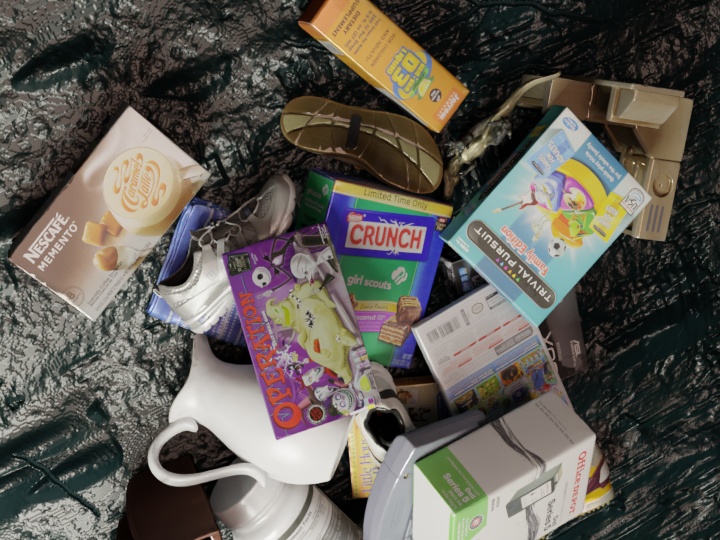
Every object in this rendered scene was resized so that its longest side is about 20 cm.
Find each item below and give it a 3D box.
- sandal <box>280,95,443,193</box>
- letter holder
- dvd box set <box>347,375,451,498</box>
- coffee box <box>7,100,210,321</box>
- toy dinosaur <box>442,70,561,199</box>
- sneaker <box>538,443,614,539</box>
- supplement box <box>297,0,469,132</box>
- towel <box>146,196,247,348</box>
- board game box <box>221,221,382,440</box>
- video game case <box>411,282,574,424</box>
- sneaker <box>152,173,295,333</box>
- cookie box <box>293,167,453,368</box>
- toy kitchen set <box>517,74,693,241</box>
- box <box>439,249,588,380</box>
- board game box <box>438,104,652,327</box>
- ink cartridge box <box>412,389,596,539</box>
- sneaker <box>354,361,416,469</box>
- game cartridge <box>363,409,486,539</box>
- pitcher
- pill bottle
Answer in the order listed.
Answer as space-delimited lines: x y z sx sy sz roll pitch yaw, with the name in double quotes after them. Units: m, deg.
0.002 -0.146 1.172 0.197 0.054 0.081 17 83 -7 "sandal"
-0.225 0.306 1.115 0.140 0.200 0.102 -17 107 -14 "letter holder"
0.081 0.202 1.256 0.197 0.029 0.149 -6 106 -1 "dvd box set"
-0.268 -0.064 1.081 0.114 0.080 0.201 40 88 -22 "coffee box"
0.145 -0.158 1.167 0.048 0.088 0.200 46 116 2 "toy dinosaur"
0.239 0.292 1.345 0.198 0.075 0.091 -22 100 -19 "sneaker"
0.028 -0.242 1.149 0.199 0.069 0.067 36 92 -24 "supplement box"
-0.133 0.015 1.176 0.198 0.024 0.147 21 96 -22 "towel"
-0.061 0.062 1.064 0.118 0.032 0.203 -18 84 -1 "board game box"
0.161 0.122 1.213 0.142 0.018 0.202 -28 101 -14 "video game case"
-0.145 -0.028 1.108 0.082 0.075 0.201 36 92 -26 "sneaker"
0.000 0.000 1.173 0.169 0.075 0.203 9 100 -33 "cookie box"
0.302 -0.133 1.214 0.197 0.163 0.183 5 101 -19 "toy kitchen set"
0.194 0.054 1.280 0.156 0.050 0.203 -17 108 -13 "box"
0.212 -0.061 1.165 0.151 0.047 0.200 41 92 -14 "board game box"
0.162 0.247 1.155 0.198 0.084 0.147 -23 135 -22 "ink cartridge box"
0.038 0.203 1.184 0.073 0.080 0.201 -28 122 4 "sneaker"
0.069 0.255 1.177 0.132 0.040 0.202 -15 132 -37 "game cartridge"
-0.119 0.178 1.117 0.197 0.122 0.173 20 64 6 "pitcher"
-0.080 0.310 1.212 0.114 0.114 0.200 -44 111 -4 "pill bottle"
